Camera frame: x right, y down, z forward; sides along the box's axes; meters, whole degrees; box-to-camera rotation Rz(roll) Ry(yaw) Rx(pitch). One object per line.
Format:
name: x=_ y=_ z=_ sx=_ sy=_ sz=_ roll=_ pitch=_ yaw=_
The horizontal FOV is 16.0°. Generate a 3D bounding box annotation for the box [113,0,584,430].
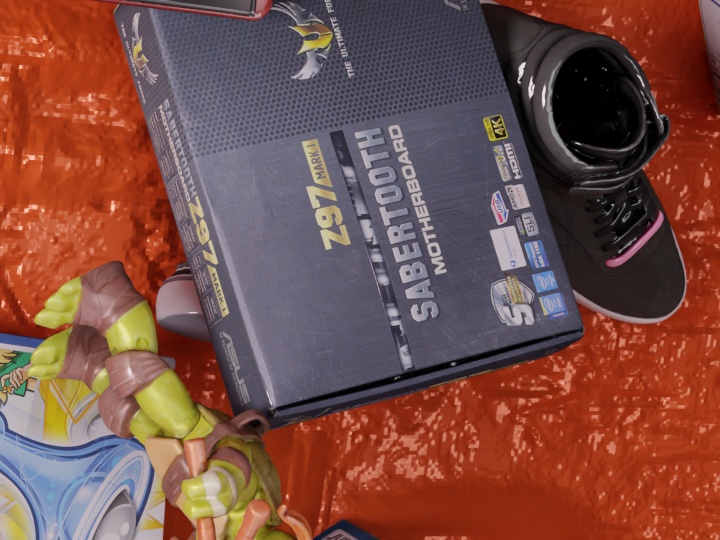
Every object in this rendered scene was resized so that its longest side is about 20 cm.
box: x=-0.005 y=-0.043 z=1.116 sx=0.157 sy=0.051 sz=0.201 roll=-13 pitch=79 yaw=-24

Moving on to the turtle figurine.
turtle figurine: x=-0.068 y=0.073 z=1.042 sx=0.064 sy=0.200 sz=0.162 roll=-36 pitch=76 yaw=-13

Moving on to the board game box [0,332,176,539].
board game box: x=-0.152 y=0.129 z=1.096 sx=0.135 sy=0.034 sz=0.202 roll=9 pitch=77 yaw=-30

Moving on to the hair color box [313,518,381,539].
hair color box: x=-0.057 y=0.214 z=1.189 sx=0.199 sy=0.060 sz=0.100 roll=-31 pitch=113 yaw=-18

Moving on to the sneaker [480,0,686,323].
sneaker: x=0.113 y=-0.040 z=1.199 sx=0.071 sy=0.099 sz=0.200 roll=-45 pitch=119 yaw=-14

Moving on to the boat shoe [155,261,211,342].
boat shoe: x=0.000 y=0.000 z=1.171 sx=0.199 sy=0.070 sz=0.067 roll=2 pitch=78 yaw=-22

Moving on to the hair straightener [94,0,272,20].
hair straightener: x=-0.128 y=-0.144 z=1.038 sx=0.199 sy=0.077 sz=0.041 roll=12 pitch=76 yaw=-6

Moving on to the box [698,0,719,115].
box: x=0.249 y=-0.174 z=1.211 sx=0.175 sy=0.097 sz=0.201 roll=-14 pitch=110 yaw=-4
